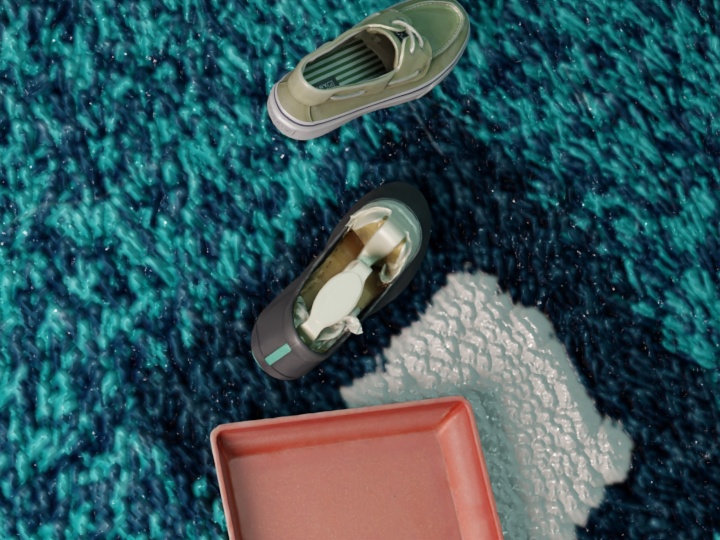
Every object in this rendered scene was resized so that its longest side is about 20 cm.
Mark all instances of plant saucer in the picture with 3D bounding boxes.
[{"bbox_3d":[0.003,0.193,1.073,0.199,0.037,0.200,-4,72,-28],"label":"plant saucer"}]

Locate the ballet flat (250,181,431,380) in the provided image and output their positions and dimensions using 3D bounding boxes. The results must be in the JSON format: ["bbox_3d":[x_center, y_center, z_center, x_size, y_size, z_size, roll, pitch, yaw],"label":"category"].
[{"bbox_3d":[0.000,0.000,1.129,0.073,0.073,0.200,44,58,-3],"label":"ballet flat"}]

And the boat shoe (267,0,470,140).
[{"bbox_3d":[0.018,-0.159,1.204,0.200,0.062,0.072,-35,88,-33],"label":"boat shoe"}]
